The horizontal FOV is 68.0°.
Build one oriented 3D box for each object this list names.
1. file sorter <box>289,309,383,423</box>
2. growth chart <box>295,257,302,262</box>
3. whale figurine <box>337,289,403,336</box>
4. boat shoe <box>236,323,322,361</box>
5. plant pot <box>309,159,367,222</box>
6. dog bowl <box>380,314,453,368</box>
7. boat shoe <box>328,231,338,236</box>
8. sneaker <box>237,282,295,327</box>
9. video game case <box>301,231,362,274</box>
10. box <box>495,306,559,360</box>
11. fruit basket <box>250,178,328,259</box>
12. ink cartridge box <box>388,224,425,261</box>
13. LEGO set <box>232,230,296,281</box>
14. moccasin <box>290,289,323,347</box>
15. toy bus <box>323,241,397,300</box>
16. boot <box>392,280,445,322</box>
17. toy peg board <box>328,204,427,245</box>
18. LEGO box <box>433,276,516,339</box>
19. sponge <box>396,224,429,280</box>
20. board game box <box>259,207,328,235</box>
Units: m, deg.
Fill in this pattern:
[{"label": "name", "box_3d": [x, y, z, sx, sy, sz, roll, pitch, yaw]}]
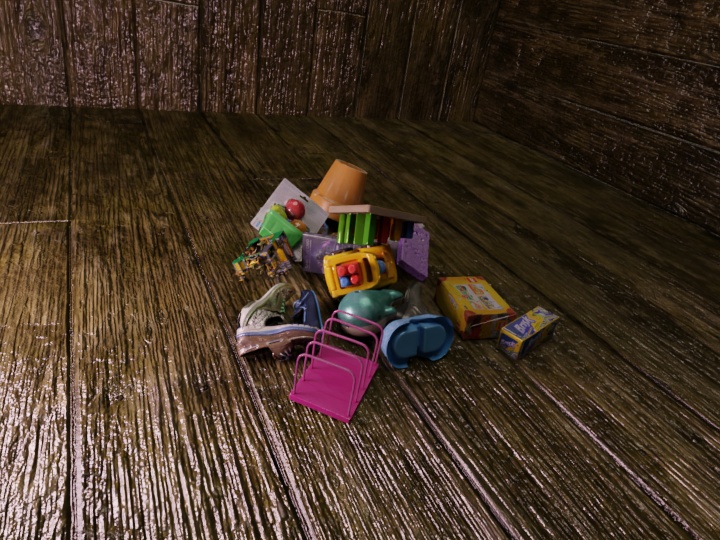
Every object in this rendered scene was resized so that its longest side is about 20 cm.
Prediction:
[{"label": "file sorter", "box_3d": [-0.043, 0.193, 1.144, 0.137, 0.127, 0.200, 18, 29, 12]}, {"label": "growth chart", "box_3d": [-0.156, -0.054, 1.687, 0.196, 0.018, 0.145, 4, 28, -10]}, {"label": "whale figurine", "box_3d": [0.026, 0.085, 1.360, 0.157, 0.105, 0.199, 5, 27, 42]}, {"label": "boat shoe", "box_3d": [-0.182, 0.167, 1.213, 0.196, 0.072, 0.074, -3, 68, 3]}, {"label": "plant pot", "box_3d": [-0.065, -0.287, 1.913, 0.197, 0.186, 0.201, 22, 16, -7]}, {"label": "dog bowl", "box_3d": [0.134, 0.164, 1.285, 0.197, 0.114, 0.049, -8, 18, -28]}, {"label": "boat shoe", "box_3d": [-0.042, -0.059, 1.665, 0.073, 0.077, 0.199, -4, 27, -39]}, {"label": "sneaker", "box_3d": [-0.216, 0.104, 1.339, 0.088, 0.078, 0.200, 33, 39, 15]}, {"label": "video game case", "box_3d": [-0.072, -0.039, 1.553, 0.196, 0.144, 0.019, 10, 44, 2]}, {"label": "box", "box_3d": [0.446, 0.164, 1.422, 0.198, 0.065, 0.070, -20, 39, -41]}, {"label": "fruit basket", "box_3d": [-0.217, -0.159, 1.660, 0.184, 0.094, 0.202, 37, 56, -12]}, {"label": "ink cartridge box", "box_3d": [0.110, -0.115, 1.808, 0.144, 0.089, 0.199, 24, 33, 24]}, {"label": "LEGO set", "box_3d": [-0.267, -0.020, 1.533, 0.151, 0.117, 0.201, -19, 22, 10]}, {"label": "moccasin", "box_3d": [-0.137, 0.111, 1.325, 0.067, 0.082, 0.201, -3, 29, -13]}, {"label": "toy bus", "box_3d": [0.000, 0.000, 1.407, 0.196, 0.138, 0.192, -13, 0, -1]}, {"label": "boot", "box_3d": [0.170, 0.114, 1.442, 0.129, 0.069, 0.201, 20, 37, 11]}, {"label": "toy peg board", "box_3d": [0.039, -0.111, 1.444, 0.197, 0.100, 0.199, 7, 1, -35]}, {"label": "LEGO box", "box_3d": [0.312, 0.099, 1.485, 0.146, 0.078, 0.201, 0, 29, -18]}, {"label": "sponge", "box_3d": [0.168, -0.071, 1.692, 0.111, 0.030, 0.202, 33, 42, -23]}, {"label": "board game box", "box_3d": [-0.227, -0.153, 1.792, 0.196, 0.057, 0.196, -2, 25, -21]}]
